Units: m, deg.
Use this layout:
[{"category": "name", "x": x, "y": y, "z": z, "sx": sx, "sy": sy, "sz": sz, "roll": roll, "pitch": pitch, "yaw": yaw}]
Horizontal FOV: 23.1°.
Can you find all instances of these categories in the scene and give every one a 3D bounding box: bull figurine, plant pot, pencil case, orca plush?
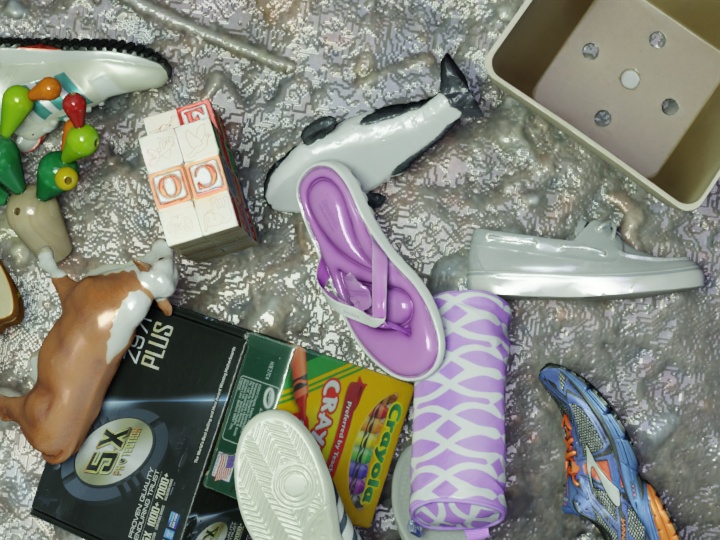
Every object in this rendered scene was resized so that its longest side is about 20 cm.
[{"category": "bull figurine", "x": -0.223, "y": 0.052, "z": 1.406, "sx": 0.121, "sy": 0.065, "sz": 0.201, "roll": 29, "pitch": 91, "yaw": 41}, {"category": "plant pot", "x": 0.229, "y": -0.173, "z": 1.436, "sx": 0.199, "sy": 0.177, "sz": 0.200, "roll": 35, "pitch": 87, "yaw": 3}, {"category": "pencil case", "x": 0.085, "y": 0.116, "z": 1.429, "sx": 0.084, "sy": 0.085, "sz": 0.201, "roll": -12, "pitch": 61, "yaw": 32}, {"category": "orca plush", "x": 0.003, "y": -0.122, "z": 1.486, "sx": 0.105, "sy": 0.071, "sz": 0.200, "roll": 33, "pitch": 120, "yaw": -31}]

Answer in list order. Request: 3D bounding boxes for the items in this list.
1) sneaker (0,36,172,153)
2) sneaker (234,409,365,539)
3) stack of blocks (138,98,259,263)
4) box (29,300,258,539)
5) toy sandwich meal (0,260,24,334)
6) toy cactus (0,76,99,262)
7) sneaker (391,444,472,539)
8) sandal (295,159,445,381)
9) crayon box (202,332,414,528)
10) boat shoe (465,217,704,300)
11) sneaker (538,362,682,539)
[{"category": "sneaker", "x": -0.259, "y": -0.149, "z": 1.505, "sx": 0.198, "sy": 0.070, "sz": 0.094, "roll": 1, "pitch": 104, "yaw": -1}, {"category": "sneaker", "x": -0.034, "y": 0.196, "z": 1.326, "sx": 0.075, "sy": 0.085, "sz": 0.201, "roll": -19, "pitch": 93, "yaw": 13}, {"category": "stack of blocks", "x": -0.132, "y": -0.074, "z": 1.423, "sx": 0.058, "sy": 0.200, "sz": 0.116, "roll": -17, "pitch": 87, "yaw": 0}, {"category": "box", "x": -0.156, "y": 0.132, "z": 1.430, "sx": 0.163, "sy": 0.086, "sz": 0.201, "roll": 17, "pitch": 86, "yaw": 36}, {"category": "toy sandwich meal", "x": -0.380, "y": 0.047, "z": 1.469, "sx": 0.204, "sy": 0.070, "sz": 0.207, "roll": -3, "pitch": 81, "yaw": 16}, {"category": "toy cactus", "x": -0.287, "y": -0.072, "z": 1.455, "sx": 0.199, "sy": 0.103, "sz": 0.166, "roll": -13, "pitch": 125, "yaw": 19}, {"category": "sneaker", "x": 0.067, "y": 0.246, "z": 1.466, "sx": 0.070, "sy": 0.099, "sz": 0.201, "roll": -10, "pitch": 54, "yaw": -10}, {"category": "sandal", "x": -0.005, "y": 0.005, "z": 1.428, "sx": 0.082, "sy": 0.050, "sz": 0.203, "roll": -43, "pitch": 69, "yaw": 33}, {"category": "crayon box", "x": -0.028, "y": 0.133, "z": 1.414, "sx": 0.051, "sy": 0.200, "sz": 0.128, "roll": 15, "pitch": 87, "yaw": 37}, {"category": "boat shoe", "x": 0.189, "y": -0.010, "z": 1.486, "sx": 0.198, "sy": 0.072, "sz": 0.069, "roll": -1, "pitch": 86, "yaw": 10}, {"category": "sneaker", "x": 0.196, "y": 0.170, "z": 1.467, "sx": 0.078, "sy": 0.075, "sz": 0.201, "roll": -27, "pitch": 85, "yaw": 2}]
